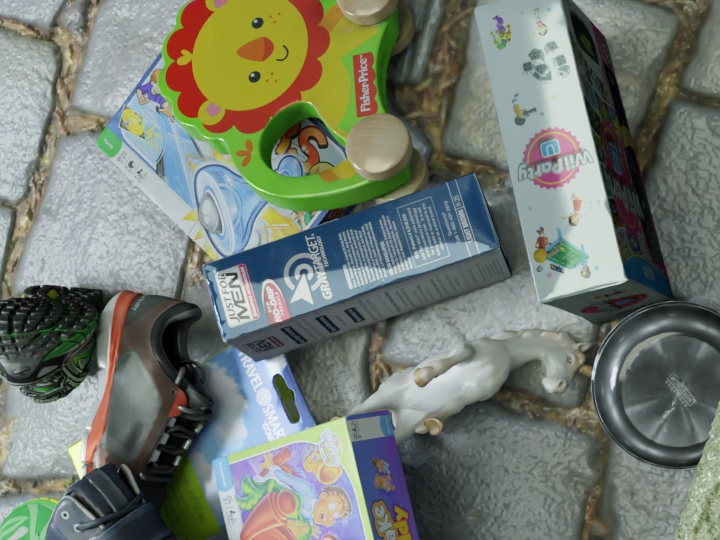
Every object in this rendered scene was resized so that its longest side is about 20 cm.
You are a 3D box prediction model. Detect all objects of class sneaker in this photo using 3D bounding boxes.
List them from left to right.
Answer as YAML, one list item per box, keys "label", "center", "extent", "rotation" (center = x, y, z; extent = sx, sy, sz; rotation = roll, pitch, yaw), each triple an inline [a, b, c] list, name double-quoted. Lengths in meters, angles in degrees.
- label: "sneaker"
  center: [-0.232, 0.228, 1.266]
  extent: [0.200, 0.083, 0.074]
  rotation: [21, 121, 52]
- label: "sneaker"
  center: [-0.230, 0.062, 1.263]
  extent: [0.078, 0.200, 0.085]
  rotation: [3, 95, 2]
- label: "sneaker"
  center: [-0.150, 0.112, 1.226]
  extent: [0.082, 0.077, 0.201]
  rotation: [-2, 82, 19]
- label: "sneaker"
  center: [-0.128, 0.185, 1.122]
  extent: [0.202, 0.077, 0.146]
  rotation: [-35, 82, 39]

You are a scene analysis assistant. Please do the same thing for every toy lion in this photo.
- label: "toy lion"
  center: [-0.055, -0.135, 1.237]
  extent: [0.191, 0.069, 0.201]
  rotation: [-10, 66, 13]

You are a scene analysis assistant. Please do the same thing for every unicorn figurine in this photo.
- label: "unicorn figurine"
  center: [0.067, 0.082, 1.165]
  extent: [0.200, 0.137, 0.074]
  rotation: [-8, 101, 37]

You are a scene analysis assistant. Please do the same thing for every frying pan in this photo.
- label: "frying pan"
  center: [0.247, 0.068, 1.121]
  extent: [0.189, 0.031, 0.115]
  rotation: [-16, 93, 11]

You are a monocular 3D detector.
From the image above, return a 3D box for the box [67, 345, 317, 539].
- label: "box"
  center: [-0.115, 0.140, 1.271]
  extent: [0.200, 0.048, 0.122]
  rotation: [-32, 72, 18]

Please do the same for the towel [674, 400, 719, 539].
- label: "towel"
  center: [0.283, 0.149, 1.080]
  extent: [0.148, 0.036, 0.201]
  rotation: [21, 96, 13]

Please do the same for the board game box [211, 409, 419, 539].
- label: "board game box"
  center: [-0.019, 0.206, 1.121]
  extent: [0.134, 0.045, 0.201]
  rotation: [-23, 77, 41]

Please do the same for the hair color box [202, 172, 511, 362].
- label: "hair color box"
  center: [0.000, 0.000, 1.182]
  extent: [0.199, 0.100, 0.061]
  rotation: [-19, 75, 5]

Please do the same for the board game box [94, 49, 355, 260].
- label: "board game box"
  center: [-0.097, -0.088, 1.297]
  extent: [0.200, 0.034, 0.135]
  rotation: [42, 101, 22]

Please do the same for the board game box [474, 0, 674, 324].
- label: "board game box"
  center: [0.144, -0.073, 1.126]
  extent: [0.064, 0.147, 0.201]
  rotation: [-15, 78, 19]
